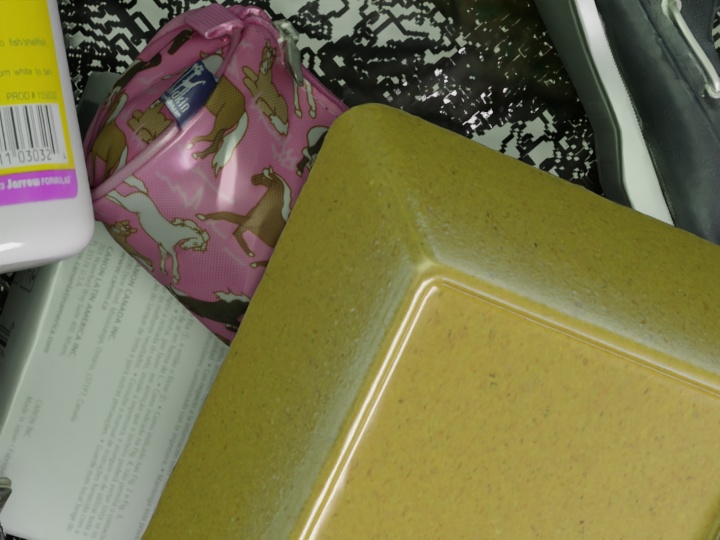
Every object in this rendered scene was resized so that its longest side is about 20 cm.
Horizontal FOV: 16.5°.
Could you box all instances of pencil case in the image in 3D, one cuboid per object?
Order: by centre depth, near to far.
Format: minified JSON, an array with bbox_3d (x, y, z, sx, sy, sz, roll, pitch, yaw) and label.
[{"bbox_3d":[0.000,0.000,0.829,0.200,0.086,0.083,40,50,-20],"label":"pencil case"}]

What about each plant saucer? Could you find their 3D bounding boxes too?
[{"bbox_3d":[0.047,0.074,0.796,0.199,0.048,0.201,21,103,-18],"label":"plant saucer"}]

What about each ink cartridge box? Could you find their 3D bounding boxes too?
[{"bbox_3d":[-0.030,0.038,0.889,0.199,0.057,0.164,20,89,-26],"label":"ink cartridge box"}]

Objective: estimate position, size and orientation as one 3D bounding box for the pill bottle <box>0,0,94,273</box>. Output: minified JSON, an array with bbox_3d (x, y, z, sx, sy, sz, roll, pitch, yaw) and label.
[{"bbox_3d":[-0.148,-0.096,0.768,0.103,0.104,0.202,-10,89,-5],"label":"pill bottle"}]

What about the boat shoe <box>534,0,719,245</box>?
[{"bbox_3d":[0.100,-0.084,0.877,0.060,0.076,0.201,-21,105,-3],"label":"boat shoe"}]

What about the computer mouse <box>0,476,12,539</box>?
[{"bbox_3d":[-0.083,0.151,0.862,0.199,0.053,0.139,26,119,-10],"label":"computer mouse"}]
